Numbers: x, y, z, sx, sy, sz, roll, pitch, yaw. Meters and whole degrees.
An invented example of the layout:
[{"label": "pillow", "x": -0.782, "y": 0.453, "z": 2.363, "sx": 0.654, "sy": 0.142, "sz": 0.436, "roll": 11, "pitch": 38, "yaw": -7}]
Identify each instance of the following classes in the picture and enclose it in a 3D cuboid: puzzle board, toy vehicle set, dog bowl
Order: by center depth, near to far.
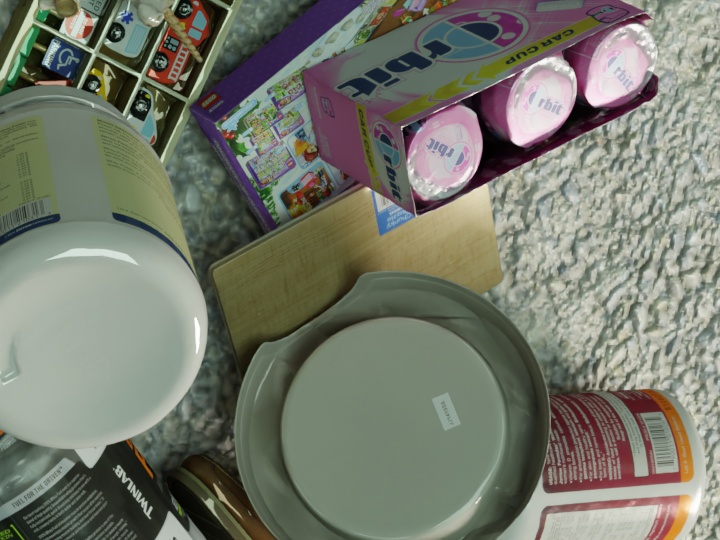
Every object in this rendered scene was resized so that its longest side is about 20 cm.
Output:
[{"label": "toy vehicle set", "x": -0.145, "y": -0.159, "z": 1.418, "sx": 0.124, "sy": 0.026, "sz": 0.201, "roll": 25, "pitch": 89, "yaw": -27}, {"label": "dog bowl", "x": 0.023, "y": 0.103, "z": 1.448, "sx": 0.199, "sy": 0.059, "sz": 0.201, "roll": -2, "pitch": 76, "yaw": 6}, {"label": "puzzle board", "x": 0.000, "y": 0.000, "z": 1.493, "sx": 0.200, "sy": 0.017, "sz": 0.151, "roll": -30, "pitch": 138, "yaw": -15}]

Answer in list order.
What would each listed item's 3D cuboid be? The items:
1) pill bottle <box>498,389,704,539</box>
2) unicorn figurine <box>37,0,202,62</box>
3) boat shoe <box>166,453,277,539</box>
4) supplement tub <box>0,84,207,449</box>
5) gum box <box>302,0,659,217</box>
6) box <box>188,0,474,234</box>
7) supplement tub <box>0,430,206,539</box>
[{"label": "pill bottle", "x": 0.124, "y": 0.140, "z": 1.555, "sx": 0.199, "sy": 0.109, "sz": 0.110, "roll": -2, "pitch": 102, "yaw": -25}, {"label": "unicorn figurine", "x": -0.182, "y": -0.171, "z": 1.327, "sx": 0.199, "sy": 0.137, "sz": 0.074, "roll": 15, "pitch": 103, "yaw": -5}, {"label": "boat shoe", "x": -0.051, "y": 0.177, "z": 1.517, "sx": 0.068, "sy": 0.072, "sz": 0.200, "roll": -48, "pitch": 125, "yaw": -14}, {"label": "supplement tub", "x": -0.172, "y": -0.008, "z": 1.324, "sx": 0.144, "sy": 0.200, "sz": 0.146, "roll": -6, "pitch": 123, "yaw": -10}, {"label": "gum box", "x": 0.080, "y": -0.117, "z": 1.429, "sx": 0.199, "sy": 0.113, "sz": 0.066, "roll": -27, "pitch": 123, "yaw": -23}, {"label": "box", "x": 0.001, "y": -0.111, "z": 1.477, "sx": 0.200, "sy": 0.039, "sz": 0.137, "roll": -40, "pitch": 127, "yaw": -13}, {"label": "supplement tub", "x": -0.186, "y": 0.147, "z": 1.411, "sx": 0.122, "sy": 0.122, "sz": 0.200, "roll": -40, "pitch": 115, "yaw": -13}]
